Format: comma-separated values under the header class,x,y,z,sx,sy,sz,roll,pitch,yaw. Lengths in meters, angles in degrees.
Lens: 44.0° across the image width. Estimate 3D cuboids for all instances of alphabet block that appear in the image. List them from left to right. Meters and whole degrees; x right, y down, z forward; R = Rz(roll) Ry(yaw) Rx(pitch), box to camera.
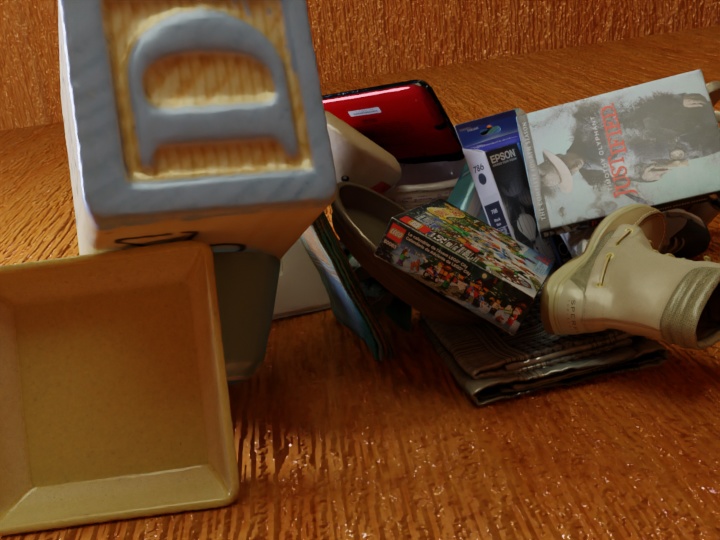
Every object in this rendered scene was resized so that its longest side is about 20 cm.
class,x,y,z,sx,sy,sz,roll,pitch,yaw
alphabet block,-0.145,-0.113,0.743,0.193,0.199,0.200,-5,-11,-20

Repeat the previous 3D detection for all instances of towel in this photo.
class,x,y,z,sx,sy,sz,roll,pitch,yaw
towel,-0.036,-0.013,0.890,0.022,0.201,0.147,-31,24,-10
towel,0.166,0.056,0.851,0.190,0.035,0.200,-11,20,-9

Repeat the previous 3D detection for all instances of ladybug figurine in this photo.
class,x,y,z,sx,sy,sz,roll,pitch,yaw
ladybug figurine,-0.019,-0.130,1.043,0.135,0.072,0.200,34,8,4

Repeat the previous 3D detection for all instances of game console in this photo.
class,x,y,z,sx,sy,sz,roll,pitch,yaw
game console,0.057,-0.198,1.149,0.198,0.173,0.119,-1,49,39

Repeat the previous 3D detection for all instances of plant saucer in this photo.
class,x,y,z,sx,sy,sz,roll,pitch,yaw
plant saucer,-0.198,0.089,0.695,0.197,0.203,0.048,-7,-4,1
plant saucer,0.048,-0.013,0.865,0.199,0.030,0.200,34,19,-13

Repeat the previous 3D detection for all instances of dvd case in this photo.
class,x,y,z,sx,sy,sz,roll,pitch,yaw
dvd case,0.272,-0.122,0.929,0.198,0.148,0.022,-12,-26,15

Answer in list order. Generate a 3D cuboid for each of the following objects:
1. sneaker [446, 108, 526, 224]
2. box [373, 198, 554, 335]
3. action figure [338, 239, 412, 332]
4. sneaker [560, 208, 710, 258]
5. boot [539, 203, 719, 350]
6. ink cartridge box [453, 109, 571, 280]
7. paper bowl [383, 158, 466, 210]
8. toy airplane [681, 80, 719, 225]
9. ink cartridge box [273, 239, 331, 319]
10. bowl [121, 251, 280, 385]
class,x,y,z,sx,sy,sz,roll,pitch,yaw
sneaker,0.180,-0.083,1.058,0.201,0.130,0.079,-60,12,-16
box,0.103,-0.011,0.821,0.136,0.038,0.200,31,16,10
action figure,0.000,0.000,1.004,0.054,0.119,0.200,-22,12,-6
sneaker,0.303,-0.010,0.959,0.198,0.075,0.116,6,47,-18
boot,0.272,0.003,0.794,0.154,0.073,0.199,6,31,44
ink cartridge box,0.182,-0.083,0.992,0.099,0.202,0.039,-21,-1,-31
paper bowl,0.089,-0.088,1.182,0.198,0.106,0.201,-7,18,2
toy airplane,0.325,-0.121,1.036,0.198,0.200,0.142,-16,51,12
ink cartridge box,-0.095,-0.046,1.075,0.083,0.148,0.200,-10,20,-11
bowl,-0.164,0.057,0.811,0.198,0.106,0.201,-9,-9,-1
